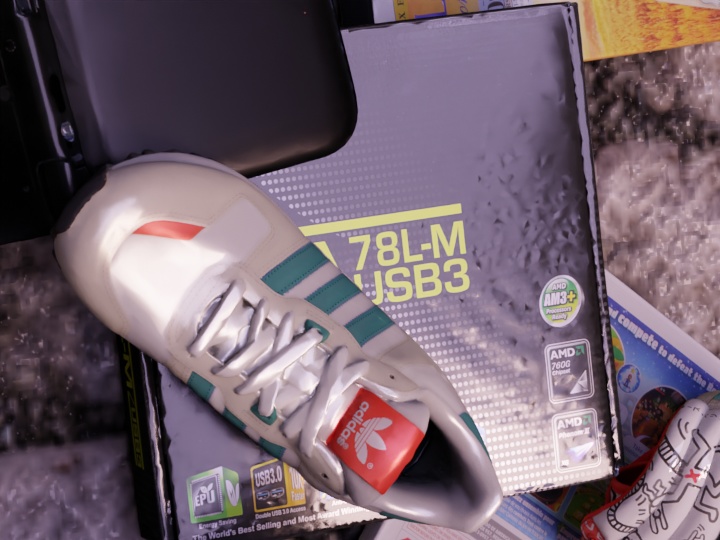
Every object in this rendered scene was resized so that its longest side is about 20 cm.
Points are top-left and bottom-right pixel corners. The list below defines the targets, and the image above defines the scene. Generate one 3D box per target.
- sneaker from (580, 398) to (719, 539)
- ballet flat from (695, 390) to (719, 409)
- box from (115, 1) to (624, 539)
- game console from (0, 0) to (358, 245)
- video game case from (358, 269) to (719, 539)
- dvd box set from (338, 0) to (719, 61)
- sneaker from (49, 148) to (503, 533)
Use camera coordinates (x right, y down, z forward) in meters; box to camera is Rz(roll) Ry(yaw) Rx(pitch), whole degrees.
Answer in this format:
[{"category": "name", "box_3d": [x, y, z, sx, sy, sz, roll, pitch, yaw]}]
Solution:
[{"category": "sneaker", "box_3d": [0.135, 0.146, 1.006, 0.107, 0.202, 0.067, 29, 33, 13]}, {"category": "ballet flat", "box_3d": [0.189, 0.145, 1.044, 0.067, 0.062, 0.201, -35, 112, -27]}, {"category": "box", "box_3d": [0.000, 0.000, 0.947, 0.198, 0.047, 0.195, -8, 98, -19]}, {"category": "game console", "box_3d": [-0.120, -0.118, 0.874, 0.116, 0.175, 0.202, -23, 100, -59]}, {"category": "video game case", "box_3d": [0.081, 0.102, 1.025, 0.143, 0.018, 0.201, 36, 73, -22]}, {"category": "dvd box set", "box_3d": [0.077, -0.160, 1.022, 0.199, 0.029, 0.148, -10, 95, -29]}, {"category": "sneaker", "box_3d": [-0.019, 0.030, 0.841, 0.070, 0.093, 0.200, -50, 129, 0]}]
